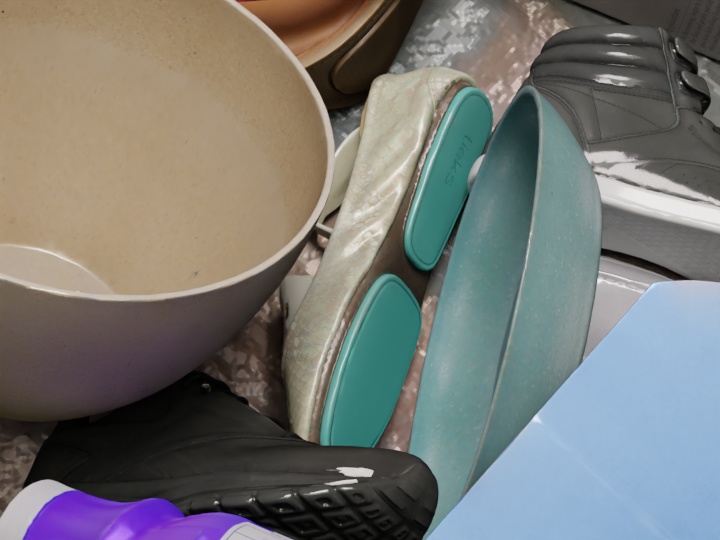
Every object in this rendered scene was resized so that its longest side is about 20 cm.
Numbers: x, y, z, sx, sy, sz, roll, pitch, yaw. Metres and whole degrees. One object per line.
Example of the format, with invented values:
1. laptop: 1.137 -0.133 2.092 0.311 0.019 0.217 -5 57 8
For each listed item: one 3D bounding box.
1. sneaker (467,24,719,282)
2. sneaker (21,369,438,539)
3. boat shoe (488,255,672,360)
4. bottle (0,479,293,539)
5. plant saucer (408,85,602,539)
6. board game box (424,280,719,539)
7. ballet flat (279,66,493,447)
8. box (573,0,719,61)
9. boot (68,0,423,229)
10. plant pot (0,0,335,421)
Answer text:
1. sneaker: 0.155 -0.049 1.053 0.200 0.071 0.099 18 67 2
2. sneaker: -0.058 0.079 0.959 0.200 0.076 0.091 -5 53 29
3. boat shoe: 0.148 0.043 1.018 0.200 0.069 0.072 31 72 11
4. bottle: -0.042 0.129 0.847 0.200 0.084 0.065 19 49 29
5. plant saucer: 0.058 0.028 0.953 0.036 0.200 0.200 14 70 -6
6. board game box: 0.121 0.107 0.876 0.158 0.039 0.200 41 84 4
7. ballet flat: 0.000 0.000 1.041 0.062 0.067 0.200 9 63 30
8. box: 0.166 -0.175 1.086 0.200 0.098 0.125 23 71 5
9. boot: -0.069 -0.121 1.068 0.155 0.074 0.200 37 69 14
10. plant pot: -0.124 -0.018 0.950 0.200 0.135 0.201 12 43 -12
